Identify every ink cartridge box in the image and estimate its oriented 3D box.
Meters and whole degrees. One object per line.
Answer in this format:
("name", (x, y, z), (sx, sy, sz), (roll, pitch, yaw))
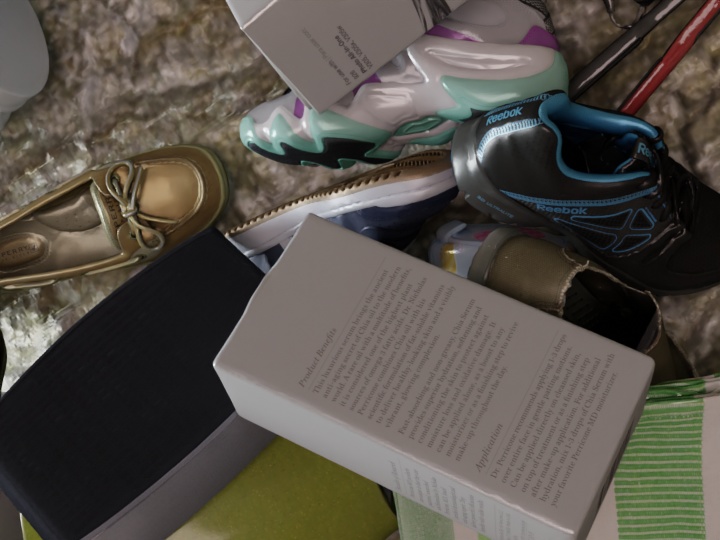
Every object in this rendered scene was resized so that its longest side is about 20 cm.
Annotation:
("ink cartridge box", (0.010, -0.205, 0.672), (0.200, 0.084, 0.146), (-37, 49, 9))

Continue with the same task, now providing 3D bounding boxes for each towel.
("towel", (0.120, 0.140, 0.686), (0.198, 0.023, 0.154), (-10, 109, 2))

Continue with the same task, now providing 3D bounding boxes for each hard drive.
("hard drive", (-0.120, 0.071, 0.711), (0.200, 0.042, 0.135), (-42, 65, -14))

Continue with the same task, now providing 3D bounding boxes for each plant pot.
("plant pot", (-0.079, 0.147, 0.777), (0.199, 0.187, 0.188), (-23, 94, 8))

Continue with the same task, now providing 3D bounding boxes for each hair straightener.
("hair straightener", (0.166, -0.156, 0.709), (0.077, 0.041, 0.200), (42, 113, 5))

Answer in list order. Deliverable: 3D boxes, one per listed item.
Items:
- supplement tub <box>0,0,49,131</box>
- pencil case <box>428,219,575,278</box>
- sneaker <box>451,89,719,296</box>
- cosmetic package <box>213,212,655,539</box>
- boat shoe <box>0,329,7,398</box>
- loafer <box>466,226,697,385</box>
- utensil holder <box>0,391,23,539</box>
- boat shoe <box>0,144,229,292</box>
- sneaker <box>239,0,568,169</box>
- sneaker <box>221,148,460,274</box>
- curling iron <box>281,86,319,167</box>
("supplement tub", (-0.318, -0.123, 0.794), (0.199, 0.145, 0.146), (-25, 93, 18))
("pencil case", (0.080, 0.070, 0.756), (0.090, 0.083, 0.202), (5, 102, 4))
("sneaker", (0.149, -0.040, 0.678), (0.199, 0.082, 0.074), (17, 68, -25))
("cosmetic package", (0.037, 0.061, 0.632), (0.199, 0.071, 0.102), (24, 66, 18))
("boat shoe", (-0.267, 0.048, 0.800), (0.071, 0.200, 0.068), (-14, 126, -19))
("loafer", (0.139, 0.047, 0.693), (0.069, 0.200, 0.076), (15, 75, 51))
("utensil holder", (-0.266, 0.193, 0.799), (0.168, 0.200, 0.171), (5, 113, 11))
("boat shoe", (-0.182, -0.029, 0.818), (0.199, 0.063, 0.074), (-14, 97, 17))
("sneaker", (0.019, -0.142, 0.737), (0.198, 0.078, 0.141), (-8, 78, 12))
("sneaker", (0.000, 0.000, 0.749), (0.199, 0.070, 0.109), (-17, 97, 45))
("curling iron", (-0.033, -0.165, 0.771), (0.049, 0.026, 0.202), (6, 102, 11))
